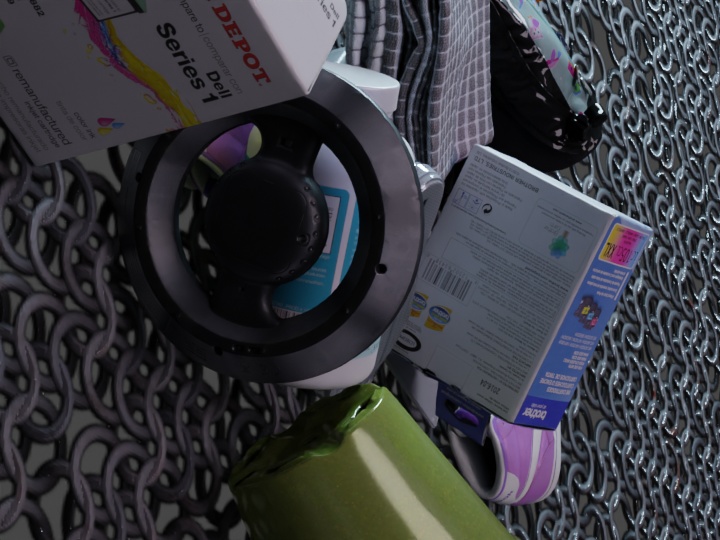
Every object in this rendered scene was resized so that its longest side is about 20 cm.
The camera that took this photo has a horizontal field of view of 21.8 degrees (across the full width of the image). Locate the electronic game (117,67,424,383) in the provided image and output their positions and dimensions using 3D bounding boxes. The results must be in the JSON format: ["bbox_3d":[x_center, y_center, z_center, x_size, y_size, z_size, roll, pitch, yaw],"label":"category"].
[{"bbox_3d":[-0.057,-0.030,1.150,0.042,0.200,0.200,-13,92,-72],"label":"electronic game"}]

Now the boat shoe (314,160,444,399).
[{"bbox_3d":[0.000,0.000,1.325,0.073,0.067,0.200,-15,135,-52],"label":"boat shoe"}]

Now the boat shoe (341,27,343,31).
[{"bbox_3d":[-0.024,-0.262,1.428,0.086,0.074,0.202,26,49,-59],"label":"boat shoe"}]

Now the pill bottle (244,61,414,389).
[{"bbox_3d":[-0.027,-0.032,1.222,0.111,0.111,0.200,-19,124,-61],"label":"pill bottle"}]

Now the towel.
[{"bbox_3d":[0.045,-0.157,1.366,0.166,0.085,0.200,-57,149,-65],"label":"towel"}]

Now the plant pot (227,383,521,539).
[{"bbox_3d":[0.009,0.184,1.239,0.190,0.200,0.200,58,33,-10],"label":"plant pot"}]

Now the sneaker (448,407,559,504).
[{"bbox_3d":[0.116,0.090,1.532,0.114,0.073,0.201,10,72,-56],"label":"sneaker"}]

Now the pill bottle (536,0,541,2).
[{"bbox_3d":[0.109,-0.317,1.637,0.200,0.106,0.106,45,44,-45],"label":"pill bottle"}]

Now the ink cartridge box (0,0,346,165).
[{"bbox_3d":[-0.130,-0.156,1.061,0.145,0.200,0.084,59,35,-32],"label":"ink cartridge box"}]

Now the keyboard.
[{"bbox_3d":[0.018,0.037,1.415,0.200,0.011,0.056,56,42,-36],"label":"keyboard"}]

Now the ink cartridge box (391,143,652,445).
[{"bbox_3d":[0.105,0.027,1.375,0.076,0.136,0.200,18,101,-55],"label":"ink cartridge box"}]

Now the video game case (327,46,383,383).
[{"bbox_3d":[-0.008,-0.042,1.422,0.200,0.022,0.182,66,32,-24],"label":"video game case"}]

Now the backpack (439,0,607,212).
[{"bbox_3d":[0.091,-0.167,1.527,0.200,0.167,0.127,57,16,-28],"label":"backpack"}]

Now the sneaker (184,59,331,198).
[{"bbox_3d":[-0.078,-0.098,1.281,0.200,0.073,0.115,9,81,-54],"label":"sneaker"}]
